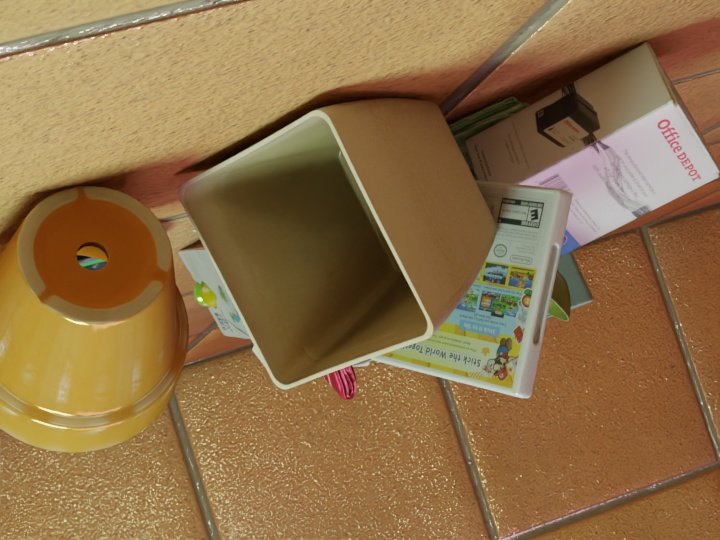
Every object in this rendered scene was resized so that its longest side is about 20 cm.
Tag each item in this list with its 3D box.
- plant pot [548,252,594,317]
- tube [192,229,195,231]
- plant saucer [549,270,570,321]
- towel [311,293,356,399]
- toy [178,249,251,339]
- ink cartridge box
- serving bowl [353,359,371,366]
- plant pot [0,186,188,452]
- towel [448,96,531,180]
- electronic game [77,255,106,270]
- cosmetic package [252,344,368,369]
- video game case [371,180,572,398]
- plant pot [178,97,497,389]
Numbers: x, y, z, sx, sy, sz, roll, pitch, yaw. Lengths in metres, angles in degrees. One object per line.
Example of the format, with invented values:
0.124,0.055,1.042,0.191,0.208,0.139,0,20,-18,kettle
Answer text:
0.149,-0.013,1.895,0.195,0.201,0.196,-14,174,-29,plant pot
-0.114,-0.039,1.597,0.058,0.052,0.200,-49,166,6,tube
0.136,-0.021,1.452,0.031,0.200,0.200,-51,175,-3,plant saucer
-0.073,0.029,1.439,0.022,0.200,0.145,-31,136,-17,towel
-0.128,0.018,1.624,0.047,0.116,0.200,-34,-165,-27,toy
0.224,-0.108,1.402,0.199,0.084,0.145,-27,143,17,ink cartridge box
0.000,0.000,1.536,0.200,0.201,0.066,-13,-145,-45,serving bowl
-0.233,0.027,1.225,0.199,0.201,0.183,-15,158,-25,plant pot
0.140,-0.097,1.489,0.152,0.023,0.200,-23,146,21,towel
-0.291,0.003,1.465,0.199,0.042,0.200,-18,174,-2,electronic game
-0.024,0.024,1.692,0.150,0.052,0.201,0,125,-38,cosmetic package
0.096,0.009,1.321,0.023,0.183,0.200,13,178,-41,video game case
0.001,-0.043,1.260,0.200,0.200,0.177,-23,-174,44,plant pot
